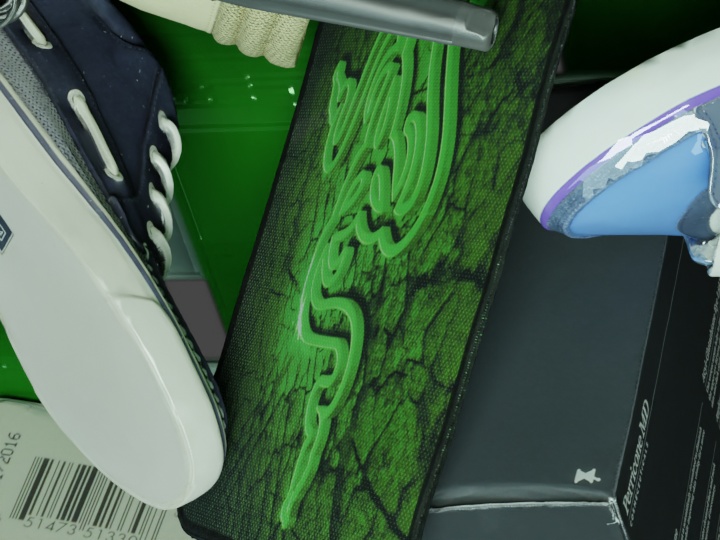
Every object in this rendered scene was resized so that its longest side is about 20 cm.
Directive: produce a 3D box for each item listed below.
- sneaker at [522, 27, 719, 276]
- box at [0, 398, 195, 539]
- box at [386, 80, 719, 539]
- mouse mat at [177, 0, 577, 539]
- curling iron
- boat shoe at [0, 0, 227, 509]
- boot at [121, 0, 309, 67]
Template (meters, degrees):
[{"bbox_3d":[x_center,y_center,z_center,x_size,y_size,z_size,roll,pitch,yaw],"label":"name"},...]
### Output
[{"bbox_3d":[0.162,-0.004,0.704,0.199,0.147,0.081,-17,162,-8],"label":"sneaker"},{"bbox_3d":[-0.112,0.169,1.040,0.127,0.109,0.200,9,136,9],"label":"box"},{"bbox_3d":[0.084,0.051,0.790,0.079,0.200,0.141,-4,132,21],"label":"box"},{"bbox_3d":[0.000,0.000,0.746,0.008,0.201,0.161,20,174,-28],"label":"mouse mat"},{"bbox_3d":[-0.055,-0.088,0.726,0.199,0.026,0.050,7,105,9],"label":"curling iron"},{"bbox_3d":[-0.086,-0.020,0.805,0.200,0.093,0.075,57,139,7],"label":"boat shoe"},{"bbox_3d":[-0.067,-0.154,0.731,0.155,0.073,0.200,18,138,1],"label":"boot"}]
